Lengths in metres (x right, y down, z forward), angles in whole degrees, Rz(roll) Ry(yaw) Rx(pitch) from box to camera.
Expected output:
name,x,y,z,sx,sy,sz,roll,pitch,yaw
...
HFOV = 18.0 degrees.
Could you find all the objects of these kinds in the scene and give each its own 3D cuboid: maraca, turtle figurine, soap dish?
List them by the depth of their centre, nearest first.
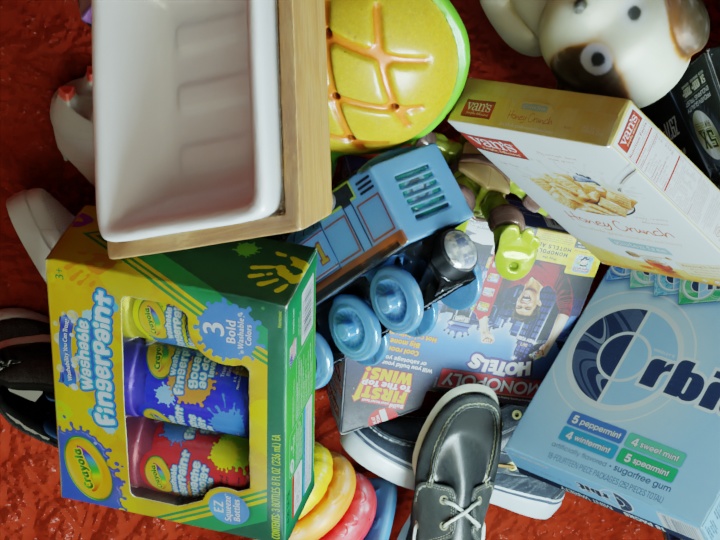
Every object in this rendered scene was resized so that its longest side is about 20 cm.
name,x,y,z,sx,sy,sz,roll,pitch,yaw
soap dish,-0.091,-0.113,1.416,0.156,0.202,0.081,-8,170,37
maraca,-0.016,-0.129,1.488,0.200,0.107,0.137,-34,105,36
turtle figurine,0.075,-0.065,1.600,0.199,0.162,0.064,32,120,-15

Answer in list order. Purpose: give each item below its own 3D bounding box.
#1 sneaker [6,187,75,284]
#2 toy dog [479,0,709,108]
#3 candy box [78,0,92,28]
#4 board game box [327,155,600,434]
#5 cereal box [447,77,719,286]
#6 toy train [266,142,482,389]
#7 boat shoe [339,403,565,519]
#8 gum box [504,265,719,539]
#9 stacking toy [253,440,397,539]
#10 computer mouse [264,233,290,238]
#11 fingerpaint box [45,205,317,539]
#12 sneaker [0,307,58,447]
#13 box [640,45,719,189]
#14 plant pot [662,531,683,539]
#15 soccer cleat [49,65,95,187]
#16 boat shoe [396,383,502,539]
name,x,y,z,sx,sy,sz,roll,pitch,yaw
sneaker,-0.149,0.001,1.590,0.115,0.074,0.200,-35,105,10
toy dog,0.151,-0.177,1.519,0.139,0.200,0.194,-32,120,8
candy box,-0.065,-0.186,1.544,0.200,0.072,0.168,37,106,-27
board game box,0.056,0.033,1.700,0.198,0.062,0.201,11,117,-17
cereal box,0.167,-0.055,1.493,0.200,0.143,0.040,37,73,-41
toy train,0.000,0.000,1.529,0.086,0.115,0.200,-20,171,-42
boat shoe,0.085,0.124,1.759,0.199,0.071,0.091,16,113,-26
gum box,0.226,0.083,1.653,0.201,0.169,0.045,-57,144,-18
stacking toy,-0.068,0.149,1.705,0.115,0.110,0.200,-19,125,27
computer mouse,-0.093,-0.004,1.643,0.199,0.053,0.139,33,125,-13
fingerpaint box,-0.117,0.072,1.512,0.165,0.074,0.201,11,125,12
sneaker,-0.182,0.093,1.656,0.198,0.112,0.074,9,118,-16
box,0.283,-0.098,1.575,0.163,0.200,0.087,-14,80,-18
plant pot,0.323,0.156,1.740,0.178,0.201,0.201,-2,131,-4
soccer cleat,-0.134,-0.067,1.548,0.069,0.199,0.078,-36,146,-33
boat shoe,0.073,0.179,1.705,0.071,0.068,0.201,2,118,-21
